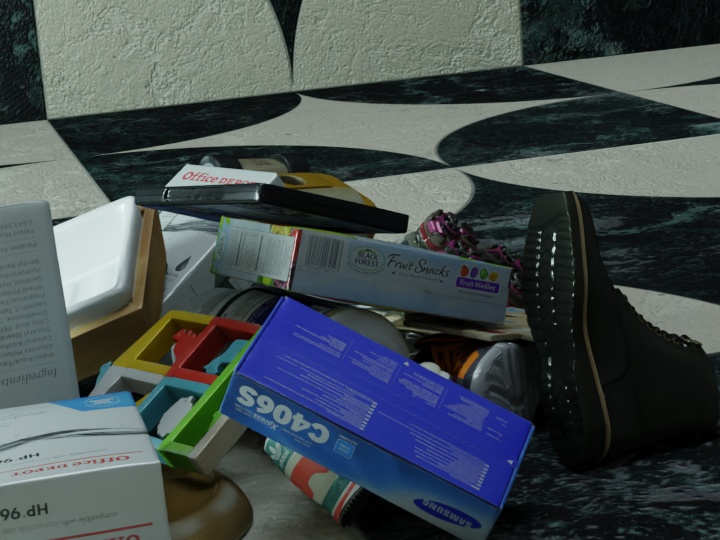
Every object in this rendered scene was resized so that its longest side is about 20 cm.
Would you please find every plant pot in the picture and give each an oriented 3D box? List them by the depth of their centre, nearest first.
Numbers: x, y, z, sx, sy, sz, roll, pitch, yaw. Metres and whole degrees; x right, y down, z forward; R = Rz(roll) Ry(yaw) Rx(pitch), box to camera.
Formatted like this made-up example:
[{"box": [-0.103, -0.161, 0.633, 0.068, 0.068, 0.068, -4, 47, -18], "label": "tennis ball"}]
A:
[{"box": [-0.176, 0.171, 1.197, 0.198, 0.028, 0.200, -4, 15, 1], "label": "plant pot"}]

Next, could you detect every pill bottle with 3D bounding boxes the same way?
[{"box": [-0.061, 0.074, 1.362, 0.115, 0.117, 0.199, -15, 17, -37], "label": "pill bottle"}]

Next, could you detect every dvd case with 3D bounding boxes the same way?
[{"box": [-0.075, -0.049, 1.356, 0.142, 0.018, 0.199, 11, -5, -35], "label": "dvd case"}]

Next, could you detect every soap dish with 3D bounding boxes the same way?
[{"box": [-0.262, 0.032, 1.484, 0.198, 0.082, 0.158, -23, 35, 15], "label": "soap dish"}]

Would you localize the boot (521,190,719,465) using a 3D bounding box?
[{"box": [0.202, 0.038, 1.278, 0.137, 0.202, 0.077, -6, 2, -24], "label": "boot"}]

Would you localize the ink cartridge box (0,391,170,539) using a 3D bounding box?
[{"box": [-0.190, 0.145, 1.105, 0.115, 0.069, 0.200, -8, 15, -14], "label": "ink cartridge box"}]

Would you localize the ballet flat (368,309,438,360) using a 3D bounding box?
[{"box": [0.005, 0.069, 1.488, 0.198, 0.071, 0.071, -2, 14, 14], "label": "ballet flat"}]

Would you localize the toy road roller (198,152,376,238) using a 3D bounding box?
[{"box": [-0.086, -0.034, 1.771, 0.122, 0.147, 0.199, -5, 23, -37], "label": "toy road roller"}]

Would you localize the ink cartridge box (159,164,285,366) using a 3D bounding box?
[{"box": [-0.164, -0.005, 1.604, 0.145, 0.084, 0.200, 9, 49, 44], "label": "ink cartridge box"}]

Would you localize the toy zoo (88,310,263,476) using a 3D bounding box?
[{"box": [-0.142, 0.088, 1.293, 0.199, 0.021, 0.131, 7, 49, 48], "label": "toy zoo"}]

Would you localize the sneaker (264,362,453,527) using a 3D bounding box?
[{"box": [-0.002, 0.103, 1.229, 0.093, 0.071, 0.200, 33, 31, 7], "label": "sneaker"}]

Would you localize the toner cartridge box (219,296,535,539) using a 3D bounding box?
[{"box": [0.013, 0.101, 1.148, 0.199, 0.043, 0.095, 27, 39, 4], "label": "toner cartridge box"}]

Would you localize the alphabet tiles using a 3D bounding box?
[{"box": [0.140, 0.044, 1.393, 0.199, 0.006, 0.166, -2, 8, -42], "label": "alphabet tiles"}]

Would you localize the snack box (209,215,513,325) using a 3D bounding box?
[{"box": [0.000, 0.000, 1.340, 0.198, 0.054, 0.142, 10, 1, -30], "label": "snack box"}]

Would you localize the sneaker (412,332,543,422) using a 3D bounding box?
[{"box": [0.085, 0.092, 1.361, 0.111, 0.078, 0.200, -3, 2, 21], "label": "sneaker"}]

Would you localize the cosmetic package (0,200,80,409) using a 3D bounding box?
[{"box": [-0.319, 0.058, 1.283, 0.164, 0.202, 0.164, -10, 4, -26], "label": "cosmetic package"}]

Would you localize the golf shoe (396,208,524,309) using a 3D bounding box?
[{"box": [0.100, 0.018, 1.531, 0.199, 0.092, 0.073, 31, 32, -37], "label": "golf shoe"}]

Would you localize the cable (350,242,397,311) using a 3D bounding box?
[{"box": [0.029, 0.025, 1.636, 0.198, 0.070, 0.199, 6, 17, 35], "label": "cable"}]
